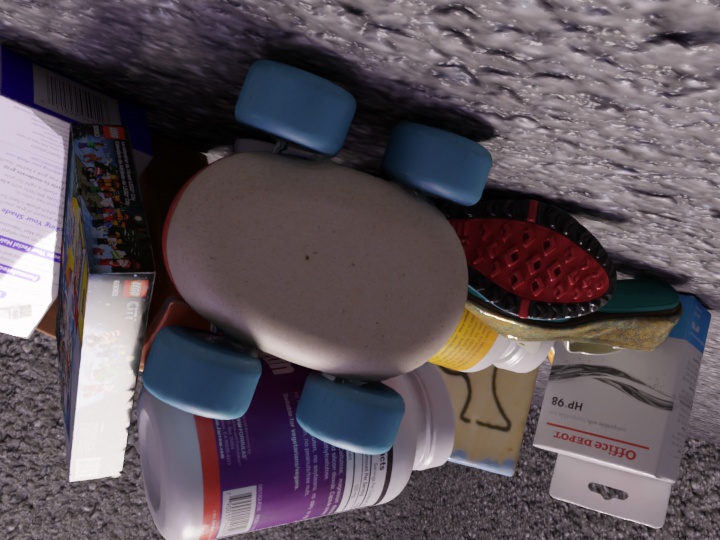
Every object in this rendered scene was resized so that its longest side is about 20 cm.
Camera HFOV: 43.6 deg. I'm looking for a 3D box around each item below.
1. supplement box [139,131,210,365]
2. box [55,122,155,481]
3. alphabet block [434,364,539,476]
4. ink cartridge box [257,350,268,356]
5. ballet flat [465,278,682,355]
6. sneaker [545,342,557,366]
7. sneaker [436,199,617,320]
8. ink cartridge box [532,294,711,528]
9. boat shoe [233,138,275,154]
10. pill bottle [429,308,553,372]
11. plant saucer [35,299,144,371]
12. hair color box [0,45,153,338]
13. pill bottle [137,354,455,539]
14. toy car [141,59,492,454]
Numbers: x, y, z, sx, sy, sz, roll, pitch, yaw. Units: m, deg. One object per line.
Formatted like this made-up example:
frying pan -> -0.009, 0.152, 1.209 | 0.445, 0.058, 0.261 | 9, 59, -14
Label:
supplement box -> -0.138, -0.018, 0.664 | 0.069, 0.067, 0.200 | 16, -146, -34
box -> -0.173, 0.024, 0.593 | 0.038, 0.137, 0.200 | 0, 135, -23
alphabet block -> 0.108, 0.137, 1.160 | 0.195, 0.200, 0.196 | 17, 171, -7
ink cartridge box -> -0.061, 0.059, 0.762 | 0.160, 0.047, 0.200 | 34, -165, -19
ballet flat -> 0.164, 0.039, 0.734 | 0.200, 0.071, 0.071 | 3, 174, -13
sneaker -> 0.194, 0.059, 0.935 | 0.077, 0.078, 0.200 | 21, 174, 24
sneaker -> 0.089, -0.022, 0.658 | 0.200, 0.079, 0.096 | 17, -170, 17
ink cartridge box -> 0.232, 0.118, 0.812 | 0.116, 0.200, 0.067 | 9, 169, 35
boat shoe -> -0.065, -0.047, 0.703 | 0.072, 0.068, 0.200 | 15, 171, 1
pill bottle -> 0.070, 0.025, 0.789 | 0.200, 0.113, 0.113 | 18, 171, -22
plant saucer -> -0.250, 0.047, 0.850 | 0.200, 0.038, 0.200 | 24, 177, 1
hair color box -> -0.245, -0.047, 0.639 | 0.109, 0.200, 0.065 | 21, -148, -36
pill bottle -> -0.042, 0.110, 0.606 | 0.200, 0.113, 0.112 | -6, -179, -24
toy car -> -0.046, -0.016, 0.563 | 0.177, 0.185, 0.200 | 18, -176, -24
